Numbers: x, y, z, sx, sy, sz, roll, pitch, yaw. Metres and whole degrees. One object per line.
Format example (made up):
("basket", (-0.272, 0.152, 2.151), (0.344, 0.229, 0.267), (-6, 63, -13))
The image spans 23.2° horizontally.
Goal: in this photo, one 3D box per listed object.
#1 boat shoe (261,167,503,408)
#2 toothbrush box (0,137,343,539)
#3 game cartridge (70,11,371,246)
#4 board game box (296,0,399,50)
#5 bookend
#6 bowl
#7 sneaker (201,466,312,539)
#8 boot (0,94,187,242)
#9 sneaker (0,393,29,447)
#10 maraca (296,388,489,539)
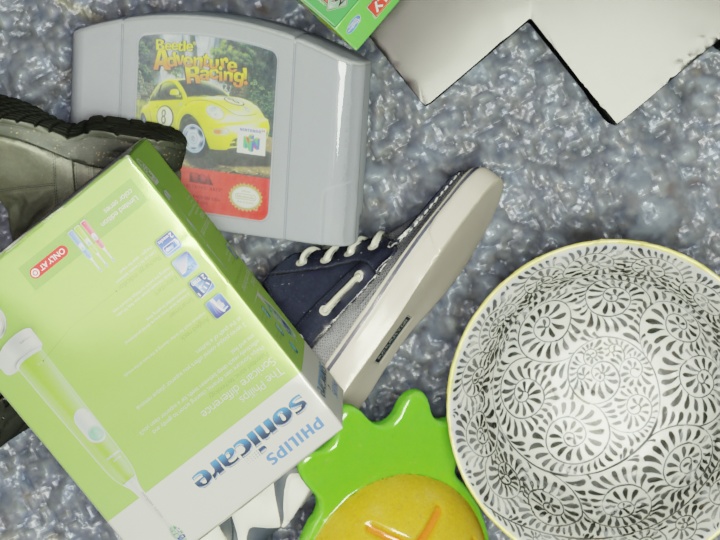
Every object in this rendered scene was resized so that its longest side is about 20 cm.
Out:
("boat shoe", (0.000, 0.000, 1.111), (0.092, 0.075, 0.201), (36, 85, 18))
("toothbrush box", (-0.124, 0.048, 1.025), (0.145, 0.086, 0.201), (-38, 98, 7))
("game cartridge", (-0.092, -0.094, 1.097), (0.198, 0.041, 0.135), (8, 101, 18))
("board game box", (-0.021, -0.236, 1.053), (0.135, 0.029, 0.200), (-49, 52, 4))
("bookend", (0.105, -0.154, 1.079), (0.198, 0.092, 0.200), (-40, 92, 8))
("bowl", (0.153, 0.079, 1.091), (0.198, 0.094, 0.203), (0, 94, 4))
("sneaker", (-0.121, 0.158, 1.128), (0.129, 0.079, 0.200), (36, 101, 7))
("boot", (-0.206, -0.034, 1.077), (0.198, 0.068, 0.132), (10, 105, -1))
("sneaker", (-0.228, 0.073, 1.117), (0.199, 0.099, 0.071), (-39, 89, 5))
("maraca", (0.019, 0.173, 1.094), (0.136, 0.107, 0.202), (-12, 110, -22))
